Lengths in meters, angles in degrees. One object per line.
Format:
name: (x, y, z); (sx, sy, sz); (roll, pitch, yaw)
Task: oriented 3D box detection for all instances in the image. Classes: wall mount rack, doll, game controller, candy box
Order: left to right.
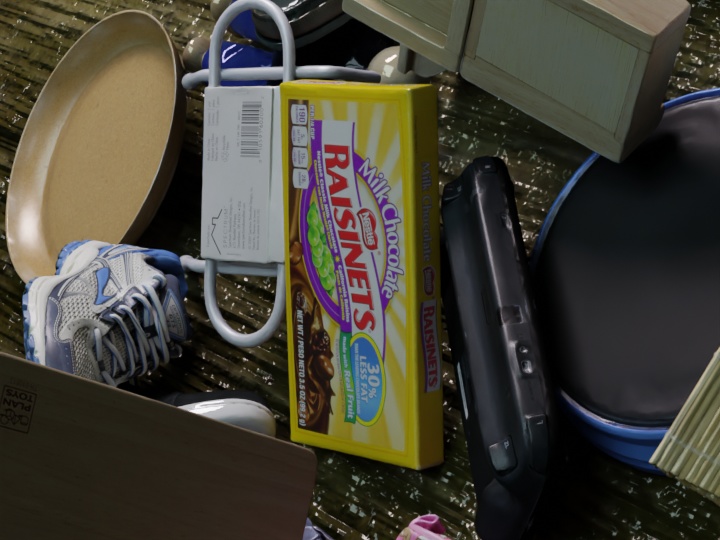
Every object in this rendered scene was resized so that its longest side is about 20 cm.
wall mount rack: (-0.068, -0.058, 1.100); (0.173, 0.074, 0.202); (4, 93, 39)
doll: (-0.030, -0.139, 1.160); (0.199, 0.048, 0.137); (22, 82, 48)
candy box: (0.000, 0.000, 0.989); (0.102, 0.026, 0.202); (6, 102, 42)
game controller: (0.068, 0.041, 0.934); (0.042, 0.105, 0.201); (-3, 52, -5)

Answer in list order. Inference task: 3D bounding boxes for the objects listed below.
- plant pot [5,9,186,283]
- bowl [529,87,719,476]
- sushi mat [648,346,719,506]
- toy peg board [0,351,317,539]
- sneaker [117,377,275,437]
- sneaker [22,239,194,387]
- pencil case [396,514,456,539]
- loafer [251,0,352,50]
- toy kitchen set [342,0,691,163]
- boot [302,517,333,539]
plant pot: (-0.176, -0.078, 1.250); (0.199, 0.027, 0.202); (-26, 53, 41)
bowl: (0.167, 0.000, 0.902); (0.199, 0.039, 0.202); (-22, 52, 31)
sushi mat: (0.219, 0.026, 0.815); (0.095, 0.012, 0.201); (32, 88, 4)
toy peg board: (-0.143, 0.161, 0.889); (0.097, 0.199, 0.201); (-3, 70, 50)
sneaker: (-0.136, 0.080, 1.102); (0.199, 0.073, 0.113); (-23, 48, 28)
sneaker: (-0.142, 0.028, 1.063); (0.084, 0.078, 0.200); (-3, 23, 4)
pencil case: (0.013, 0.220, 0.873); (0.201, 0.086, 0.083); (-60, 12, -6)
loafer: (0.002, -0.217, 1.124); (0.200, 0.063, 0.072); (-43, 45, -19)
toy kitchen set: (0.113, -0.145, 1.000); (0.180, 0.164, 0.200); (31, 48, 21)
boot: (-0.062, 0.157, 0.996); (0.090, 0.073, 0.200); (-46, 52, 3)
